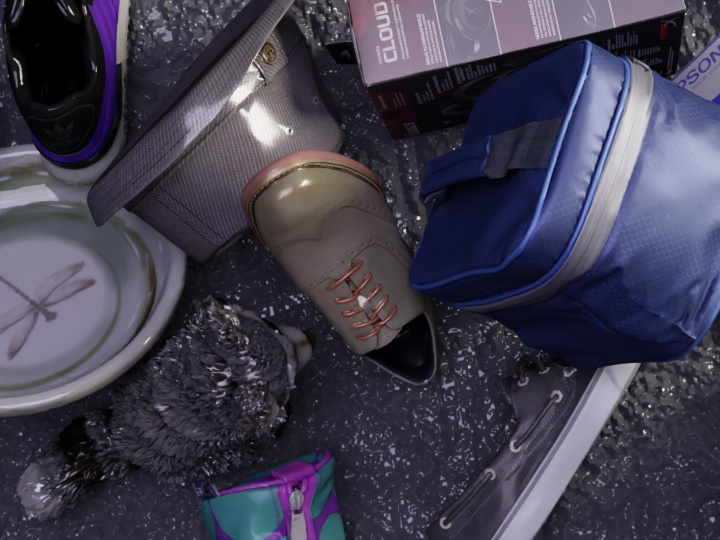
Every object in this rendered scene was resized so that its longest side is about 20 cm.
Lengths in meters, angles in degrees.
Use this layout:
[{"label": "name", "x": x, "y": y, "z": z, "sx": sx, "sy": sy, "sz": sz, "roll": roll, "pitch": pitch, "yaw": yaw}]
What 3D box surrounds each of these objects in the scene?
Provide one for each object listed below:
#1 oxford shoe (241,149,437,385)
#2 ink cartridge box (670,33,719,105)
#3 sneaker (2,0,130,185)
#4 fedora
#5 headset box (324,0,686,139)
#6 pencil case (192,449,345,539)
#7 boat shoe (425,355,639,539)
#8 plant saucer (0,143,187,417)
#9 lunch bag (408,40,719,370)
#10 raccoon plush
[{"label": "oxford shoe", "x": 0.000, "y": 0.000, "z": 1.077, "sx": 0.070, "sy": 0.200, "sz": 0.074, "roll": -33, "pitch": 57, "yaw": 10}, {"label": "ink cartridge box", "x": 0.257, "y": -0.094, "z": 1.030, "sx": 0.043, "sy": 0.201, "sz": 0.198, "roll": 32, "pitch": 119, "yaw": -29}, {"label": "sneaker", "x": -0.179, "y": -0.162, "z": 1.166, "sx": 0.069, "sy": 0.100, "sz": 0.202, "roll": -12, "pitch": 70, "yaw": 6}, {"label": "fedora", "x": -0.069, "y": -0.077, "z": 1.122, "sx": 0.090, "sy": 0.200, "sz": 0.177, "roll": 43, "pitch": 124, "yaw": -10}, {"label": "headset box", "x": 0.080, "y": -0.140, "z": 1.115, "sx": 0.198, "sy": 0.149, "sz": 0.078, "roll": -12, "pitch": 81, "yaw": 6}, {"label": "pencil case", "x": -0.033, "y": 0.209, "z": 1.116, "sx": 0.084, "sy": 0.092, "sz": 0.202, "roll": -12, "pitch": 83, "yaw": -19}, {"label": "boat shoe", "x": 0.105, "y": 0.086, "z": 1.130, "sx": 0.066, "sy": 0.070, "sz": 0.201, "roll": 32, "pitch": 96, "yaw": 8}, {"label": "plant saucer", "x": -0.198, "y": 0.013, "z": 1.159, "sx": 0.198, "sy": 0.050, "sz": 0.202, "roll": -2, "pitch": 51, "yaw": 3}, {"label": "lunch bag", "x": 0.106, "y": -0.036, "z": 1.031, "sx": 0.131, "sy": 0.200, "sz": 0.137, "roll": 26, "pitch": 76, "yaw": -14}, {"label": "raccoon plush", "x": -0.110, "y": 0.093, "z": 1.112, "sx": 0.200, "sy": 0.134, "sz": 0.097, "roll": -44, "pitch": 89, "yaw": -1}]
